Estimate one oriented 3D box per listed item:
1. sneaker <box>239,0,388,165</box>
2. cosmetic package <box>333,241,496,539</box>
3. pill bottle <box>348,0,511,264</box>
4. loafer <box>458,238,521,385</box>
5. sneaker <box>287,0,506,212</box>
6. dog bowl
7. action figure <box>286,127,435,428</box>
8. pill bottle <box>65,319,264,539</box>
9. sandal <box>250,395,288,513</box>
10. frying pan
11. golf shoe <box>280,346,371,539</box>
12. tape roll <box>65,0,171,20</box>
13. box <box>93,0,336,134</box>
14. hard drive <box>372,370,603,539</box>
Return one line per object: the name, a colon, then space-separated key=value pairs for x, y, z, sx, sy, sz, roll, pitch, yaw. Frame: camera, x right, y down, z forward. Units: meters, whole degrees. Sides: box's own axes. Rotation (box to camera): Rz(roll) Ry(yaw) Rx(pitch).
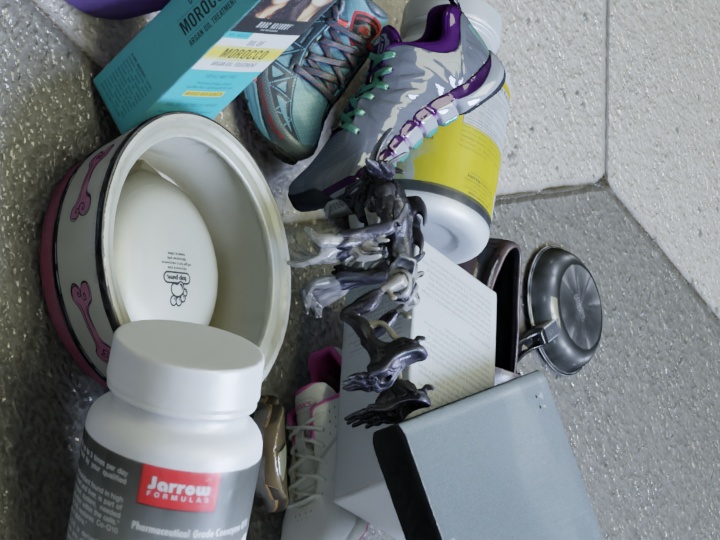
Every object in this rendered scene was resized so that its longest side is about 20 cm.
sneaker: x=-0.029 y=-0.176 z=1.771 sx=0.079 sy=0.095 sz=0.201 roll=35 pitch=55 yaw=-45
cosmetic package: x=0.042 y=0.089 z=1.729 sx=0.101 sy=0.071 sz=0.201 roll=35 pitch=45 yaw=-38
pill bottle: x=0.058 y=-0.113 z=1.867 sx=0.112 sy=0.111 sz=0.201 roll=37 pitch=53 yaw=-44
loafer: x=0.101 y=0.071 z=1.927 sx=0.072 sy=0.063 sz=0.202 roll=13 pitch=72 yaw=-53
sneaker: x=0.011 y=-0.125 z=1.756 sx=0.200 sy=0.074 sz=0.088 roll=-38 pitch=107 yaw=-23
dog bowl: x=-0.134 y=-0.002 z=1.604 sx=0.200 sy=0.073 sz=0.202 roll=17 pitch=69 yaw=-53
action figure: x=0.000 y=0.000 z=1.662 sx=0.119 sy=0.101 sz=0.201 roll=70 pitch=14 yaw=-60
pill bottle: x=-0.123 y=0.141 z=1.492 sx=0.114 sy=0.113 sz=0.201 roll=-11 pitch=116 yaw=-55
sandal: x=-0.078 y=0.127 z=1.609 sx=0.200 sy=0.054 sz=0.082 roll=146 pitch=-61 yaw=-86
frying pan: x=0.160 y=0.033 z=2.054 sx=0.190 sy=0.031 sz=0.116 roll=2 pitch=80 yaw=-57
golf shoe: x=-0.030 y=0.139 z=1.731 sx=0.092 sy=0.075 sz=0.201 roll=50 pitch=37 yaw=-25
tape roll: x=-0.153 y=-0.278 z=1.631 sx=0.199 sy=0.085 sz=0.202 roll=19 pitch=67 yaw=-52
box: x=-0.084 y=-0.168 z=1.602 sx=0.082 sy=0.200 sz=0.049 roll=-5 pitch=60 yaw=-54
hard drive: x=0.091 y=0.157 z=1.667 sx=0.200 sy=0.033 sz=0.140 roll=-15 pitch=85 yaw=-56
